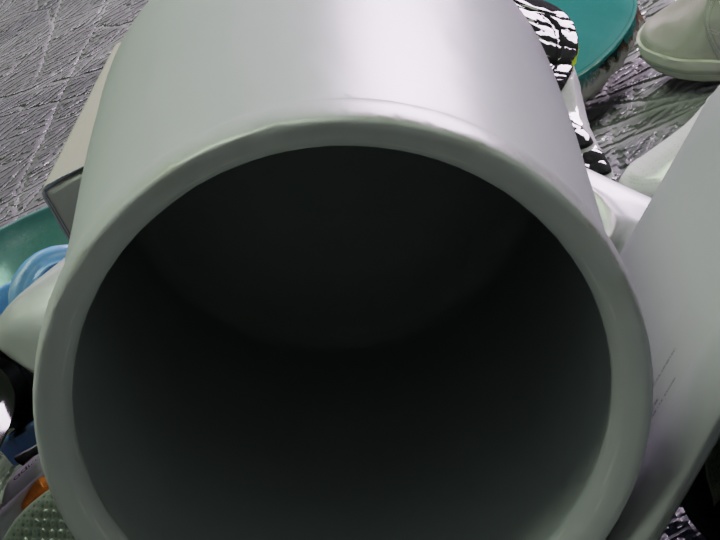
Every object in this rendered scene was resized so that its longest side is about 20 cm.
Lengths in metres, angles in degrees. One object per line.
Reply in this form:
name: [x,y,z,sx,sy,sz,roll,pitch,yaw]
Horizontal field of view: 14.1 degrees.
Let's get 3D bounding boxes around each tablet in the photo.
tablet: [0.076,0.044,0.862,0.200,0.014,0.130,-61,16,8]

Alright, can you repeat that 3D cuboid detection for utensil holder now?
utensil holder: [-0.007,-0.002,0.877,0.170,0.170,0.200,-27,21,10]

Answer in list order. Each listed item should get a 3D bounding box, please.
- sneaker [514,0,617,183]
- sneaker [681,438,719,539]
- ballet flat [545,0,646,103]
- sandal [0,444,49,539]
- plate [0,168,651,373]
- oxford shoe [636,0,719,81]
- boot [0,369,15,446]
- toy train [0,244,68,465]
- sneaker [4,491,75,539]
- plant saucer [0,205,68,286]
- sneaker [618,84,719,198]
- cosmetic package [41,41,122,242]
sneaker: [0.064,-0.024,1.143,0.074,0.081,0.200,-1,41,3]
sneaker: [0.126,0.033,0.868,0.089,0.079,0.200,-27,18,2]
ballet flat: [0.048,-0.070,1.293,0.072,0.072,0.200,-9,22,49]
sandal: [-0.108,0.098,1.061,0.206,0.079,0.059,-36,21,-10]
plate: [0.000,0.000,1.044,0.200,0.032,0.200,29,56,27]
oxford shoe: [0.186,-0.121,1.223,0.075,0.058,0.200,-42,19,-26]
boot: [-0.185,0.097,1.074,0.200,0.069,0.175,-97,27,-65]
toy train: [-0.063,0.015,1.154,0.200,0.114,0.087,-40,3,-25]
sneaker: [-0.121,0.151,0.956,0.200,0.071,0.080,-41,-25,9]
plant saucer: [-0.185,0.027,1.446,0.200,0.036,0.200,-28,17,9]
sneaker: [0.177,-0.086,1.107,0.200,0.080,0.070,-32,20,-1]
cosmetic package: [-0.080,-0.047,1.369,0.073,0.104,0.200,-25,19,14]
